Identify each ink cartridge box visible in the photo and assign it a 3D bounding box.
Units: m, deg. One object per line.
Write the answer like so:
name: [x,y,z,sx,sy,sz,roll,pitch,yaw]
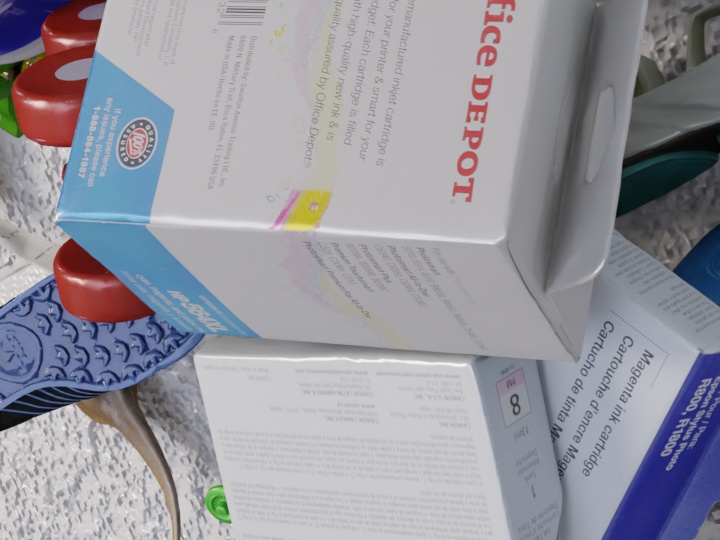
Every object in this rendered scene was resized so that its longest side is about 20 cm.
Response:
ink cartridge box: [0.079,0.076,0.901,0.200,0.043,0.197,39,127,25]
ink cartridge box: [0.010,-0.048,0.808,0.198,0.125,0.130,5,70,20]
ink cartridge box: [0.016,0.122,0.916,0.162,0.057,0.202,0,111,42]

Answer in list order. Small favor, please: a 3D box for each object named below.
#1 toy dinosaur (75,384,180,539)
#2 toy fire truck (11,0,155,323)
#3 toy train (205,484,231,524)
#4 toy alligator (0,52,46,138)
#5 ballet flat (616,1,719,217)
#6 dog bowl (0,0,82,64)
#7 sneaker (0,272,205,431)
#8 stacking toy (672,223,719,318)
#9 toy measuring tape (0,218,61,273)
toy dinosaur: [-0.138,0.068,1.193,0.200,0.060,0.107,44,141,27]
toy fire truck: [-0.063,-0.065,0.999,0.166,0.200,0.113,-7,115,5]
toy train: [-0.021,0.058,1.009,0.056,0.042,0.201,29,128,6]
toy alligator: [-0.183,-0.156,1.128,0.059,0.054,0.201,29,122,23]
ballet flat: [0.143,-0.074,0.926,0.199,0.069,0.070,-25,93,35]
dog bowl: [-0.202,-0.207,1.066,0.199,0.079,0.202,-1,88,29]
sneaker: [-0.157,0.037,1.112,0.199,0.078,0.071,-21,96,16]
stacking toy: [0.204,0.078,0.923,0.115,0.110,0.201,-4,116,35]
toy measuring tape: [-0.220,-0.060,1.185,0.199,0.073,0.074,25,121,26]
